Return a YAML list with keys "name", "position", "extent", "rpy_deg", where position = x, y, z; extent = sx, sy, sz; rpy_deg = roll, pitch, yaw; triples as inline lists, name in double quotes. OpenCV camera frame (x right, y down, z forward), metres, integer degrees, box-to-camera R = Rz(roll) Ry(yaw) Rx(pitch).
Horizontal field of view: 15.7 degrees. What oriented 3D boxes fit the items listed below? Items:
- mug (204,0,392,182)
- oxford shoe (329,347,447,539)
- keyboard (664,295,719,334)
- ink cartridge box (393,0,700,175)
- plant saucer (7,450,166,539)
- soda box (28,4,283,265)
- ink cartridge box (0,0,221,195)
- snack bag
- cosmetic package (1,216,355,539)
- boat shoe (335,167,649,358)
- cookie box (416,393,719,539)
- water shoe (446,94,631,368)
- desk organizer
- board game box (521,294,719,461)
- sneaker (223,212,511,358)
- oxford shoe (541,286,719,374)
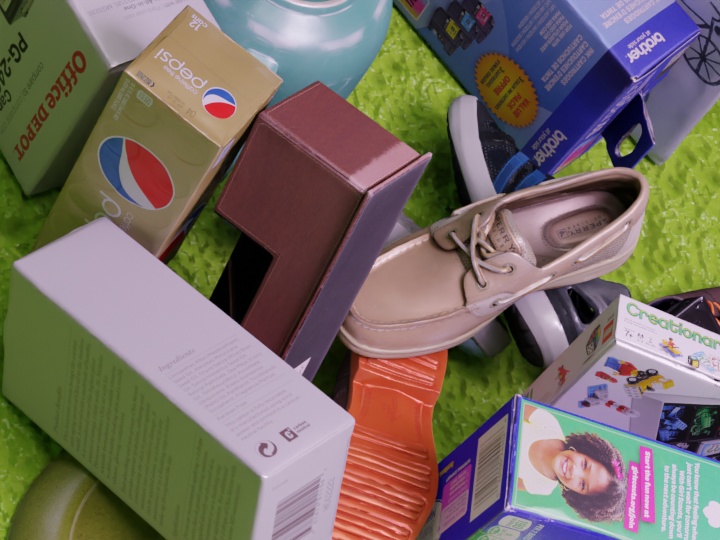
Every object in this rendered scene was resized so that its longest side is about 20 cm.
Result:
- name: "mug"
  position: [-0.052, -0.152, 1.581]
  extent: [0.151, 0.114, 0.186]
  rpy_deg: [-6, 65, -29]
- name: "oxford shoe"
  position: [0.004, 0.113, 1.480]
  extent: [0.071, 0.073, 0.201]
  rpy_deg: [24, 49, -7]
- name: "keyboard"
  position: [0.238, 0.105, 1.589]
  extent: [0.127, 0.021, 0.201]
  rpy_deg: [-35, 105, -25]
- name: "ink cartridge box"
  position: [0.123, -0.153, 1.654]
  extent: [0.076, 0.137, 0.200]
  rpy_deg: [-37, 82, -34]
- name: "plant saucer"
  position: [-0.095, 0.170, 1.429]
  extent: [0.199, 0.031, 0.201]
  rpy_deg: [12, 59, -20]
- name: "soda box"
  position: [-0.116, -0.054, 1.440]
  extent: [0.068, 0.200, 0.064]
  rpy_deg: [38, 53, 1]
- name: "ink cartridge box"
  position: [-0.182, -0.166, 1.505]
  extent: [0.083, 0.145, 0.201]
  rpy_deg: [-20, 72, -36]
- name: "snack bag"
  position: [0.171, -0.182, 1.658]
  extent: [0.021, 0.200, 0.189]
  rpy_deg: [-35, 81, -30]
- name: "cosmetic package"
  position: [-0.101, 0.073, 1.395]
  extent: [0.200, 0.102, 0.071]
  rpy_deg: [38, 47, 26]
- name: "boat shoe"
  position: [0.074, -0.010, 1.493]
  extent: [0.199, 0.065, 0.072]
  rpy_deg: [-19, 67, -18]
- name: "cookie box"
  position: [0.137, 0.159, 1.463]
  extent: [0.199, 0.171, 0.076]
  rpy_deg: [18, 59, -16]
- name: "water shoe"
  position: [0.110, -0.028, 1.595]
  extent: [0.078, 0.072, 0.201]
  rpy_deg: [-17, 57, -3]
- name: "desk organizer"
  position: [-0.047, 0.002, 1.433]
  extent: [0.077, 0.201, 0.072]
  rpy_deg: [36, 33, 13]
- name: "board game box"
  position: [0.154, 0.096, 1.489]
  extent: [0.126, 0.200, 0.035]
  rpy_deg: [22, 53, -14]
- name: "sneaker"
  position: [0.000, 0.000, 1.563]
  extent: [0.200, 0.082, 0.074]
  rpy_deg: [40, 8, -17]
- name: "oxford shoe"
  position: [0.207, 0.045, 1.623]
  extent: [0.199, 0.073, 0.071]
  rpy_deg: [-22, 74, -34]
